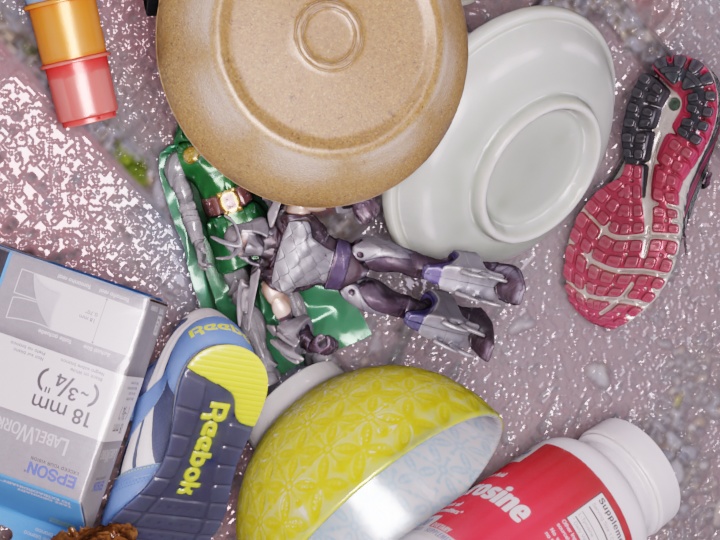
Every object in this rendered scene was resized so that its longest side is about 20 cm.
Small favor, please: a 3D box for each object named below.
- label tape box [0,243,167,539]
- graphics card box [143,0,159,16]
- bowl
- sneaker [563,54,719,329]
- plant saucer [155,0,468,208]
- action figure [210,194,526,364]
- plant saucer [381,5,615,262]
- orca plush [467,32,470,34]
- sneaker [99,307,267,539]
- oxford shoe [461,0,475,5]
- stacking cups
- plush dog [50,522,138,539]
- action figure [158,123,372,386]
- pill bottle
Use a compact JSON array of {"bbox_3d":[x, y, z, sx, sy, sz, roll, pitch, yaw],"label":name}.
[{"bbox_3d":[-0.223,0.091,1.025,0.143,0.063,0.202,18,87,4],"label":"label tape box"},{"bbox_3d":[-0.049,-0.219,1.049,0.198,0.126,0.051,-2,138,-15],"label":"graphics card box"},{"bbox_3d":[-0.014,0.125,1.070,0.200,0.200,0.108,-37,68,-11],"label":"bowl"},{"bbox_3d":[0.213,-0.051,1.164,0.080,0.075,0.202,27,99,25],"label":"sneaker"},{"bbox_3d":[-0.023,-0.140,0.977,0.198,0.035,0.202,0,89,-16],"label":"plant saucer"},{"bbox_3d":[0.000,0.000,1.043,0.198,0.070,0.131,14,115,-12],"label":"action figure"},{"bbox_3d":[0.106,-0.076,1.085,0.199,0.050,0.202,-23,134,-26],"label":"plant saucer"},{"bbox_3d":[0.029,-0.114,1.079,0.198,0.071,0.106,4,130,-21],"label":"orca plush"},{"bbox_3d":[-0.120,0.114,1.068,0.073,0.082,0.201,15,116,-28],"label":"sneaker"},{"bbox_3d":[-0.010,-0.182,1.099,0.198,0.075,0.058,-14,137,-23],"label":"oxford shoe"},{"bbox_3d":[-0.194,-0.195,1.044,0.060,0.060,0.202,-17,102,-15],"label":"stacking cups"},{"bbox_3d":[-0.171,0.252,1.004,0.200,0.161,0.172,-46,113,3],"label":"plush dog"},{"bbox_3d":[-0.081,-0.024,1.089,0.117,0.055,0.202,-24,96,-11],"label":"action figure"},{"bbox_3d":[0.123,0.187,1.119,0.199,0.112,0.113,-30,102,-28],"label":"pill bottle"}]
